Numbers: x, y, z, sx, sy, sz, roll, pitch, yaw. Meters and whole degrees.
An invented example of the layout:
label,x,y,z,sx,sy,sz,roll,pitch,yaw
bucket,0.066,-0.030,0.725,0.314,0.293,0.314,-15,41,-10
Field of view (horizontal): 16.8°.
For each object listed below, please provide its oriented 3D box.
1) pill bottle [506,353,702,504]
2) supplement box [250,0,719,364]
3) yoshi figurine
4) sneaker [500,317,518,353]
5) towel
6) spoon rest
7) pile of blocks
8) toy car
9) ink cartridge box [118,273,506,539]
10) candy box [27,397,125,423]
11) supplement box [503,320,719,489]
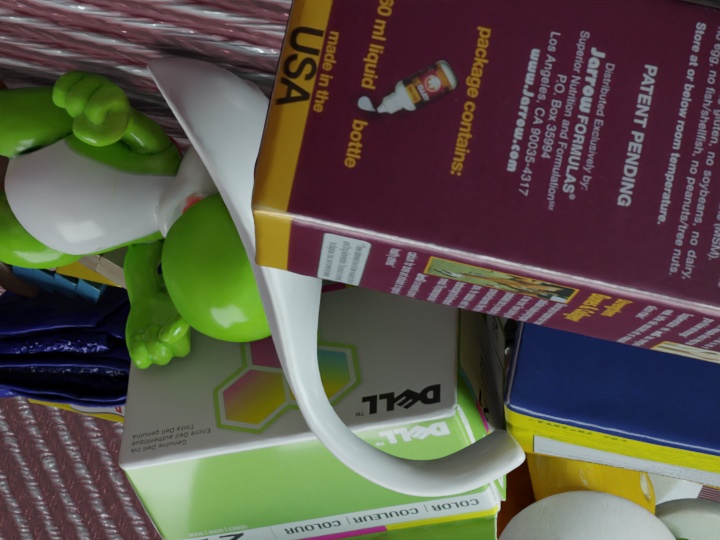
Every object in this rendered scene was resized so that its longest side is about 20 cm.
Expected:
label,x,y,z,sx,sy,sz,roll,pitch,yaw
pill bottle,0.077,0.066,1.263,0.199,0.117,0.116,24,-177,44
supplement box,0.072,-0.028,0.709,0.198,0.086,0.110,12,173,0
yoshi figurine,-0.095,-0.021,0.994,0.198,0.113,0.112,7,166,14
sneaker,0.000,0.000,1.136,0.085,0.078,0.199,12,175,44
towel,-0.126,0.015,1.213,0.147,0.050,0.200,-1,-165,25
spoon rest,-0.021,0.006,0.901,0.200,0.060,0.099,53,178,-6
pile of blocks,-0.152,-0.033,1.135,0.199,0.062,0.082,15,155,36
toy car,0.098,0.150,1.096,0.149,0.201,0.175,-24,-159,21
ink cartridge box,-0.019,0.089,0.988,0.147,0.201,0.076,-10,135,14
candy box,-0.069,0.051,1.191,0.102,0.027,0.199,-23,-160,-37
supplement box,0.117,0.018,0.923,0.108,0.110,0.200,11,173,5
